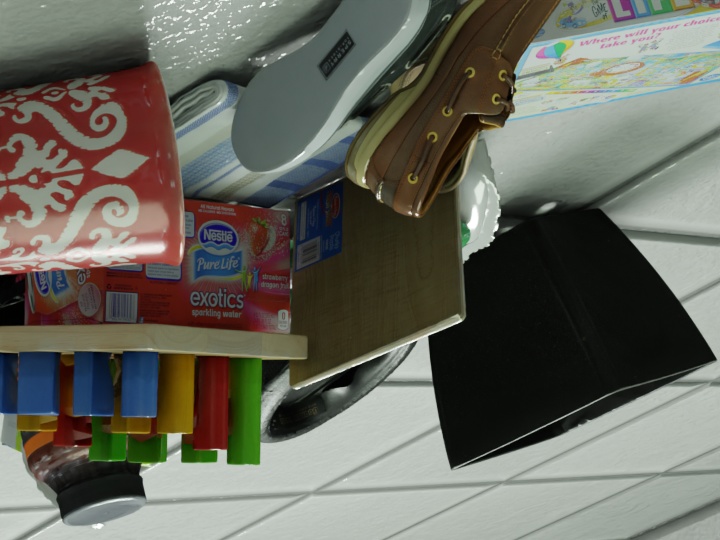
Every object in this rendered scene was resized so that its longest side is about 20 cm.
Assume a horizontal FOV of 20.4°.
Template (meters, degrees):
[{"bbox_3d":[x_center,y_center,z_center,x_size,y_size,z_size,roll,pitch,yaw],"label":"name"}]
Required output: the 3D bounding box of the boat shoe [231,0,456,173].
[{"bbox_3d":[-0.010,-0.130,1.339,0.056,0.069,0.200,-3,150,-48],"label":"boat shoe"}]

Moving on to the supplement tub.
[{"bbox_3d":[-0.230,0.102,1.636,0.106,0.202,0.107,-15,162,-5],"label":"supplement tub"}]

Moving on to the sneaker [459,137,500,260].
[{"bbox_3d":[0.060,-0.048,1.662,0.080,0.077,0.200,-1,157,-13],"label":"sneaker"}]

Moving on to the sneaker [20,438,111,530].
[{"bbox_3d":[-0.239,0.122,1.714,0.099,0.201,0.078,-33,152,18],"label":"sneaker"}]

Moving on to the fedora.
[{"bbox_3d":[-0.042,0.067,1.835,0.200,0.092,0.201,-32,159,-14],"label":"fedora"}]

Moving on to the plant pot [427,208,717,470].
[{"bbox_3d":[0.173,0.054,1.848,0.199,0.179,0.199,-30,168,36],"label":"plant pot"}]

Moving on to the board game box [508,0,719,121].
[{"bbox_3d":[0.195,-0.167,1.478,0.198,0.035,0.135,-12,161,-14],"label":"board game box"}]

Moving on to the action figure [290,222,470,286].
[{"bbox_3d":[0.000,0.000,1.635,0.199,0.119,0.055,-22,-158,20],"label":"action figure"}]

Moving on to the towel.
[{"bbox_3d":[-0.088,-0.091,1.476,0.146,0.024,0.199,-29,159,33],"label":"towel"}]

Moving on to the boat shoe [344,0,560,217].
[{"bbox_3d":[0.076,-0.121,1.343,0.200,0.067,0.072,-50,159,2],"label":"boat shoe"}]

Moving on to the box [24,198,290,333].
[{"bbox_3d":[-0.151,-0.002,1.525,0.095,0.101,0.199,-3,175,42],"label":"box"}]

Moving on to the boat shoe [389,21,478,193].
[{"bbox_3d":[0.059,-0.116,1.458,0.073,0.067,0.200,-16,161,1],"label":"boat shoe"}]

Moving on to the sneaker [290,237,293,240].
[{"bbox_3d":[-0.072,0.016,1.727,0.199,0.073,0.072,-27,161,34],"label":"sneaker"}]

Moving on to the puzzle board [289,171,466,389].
[{"bbox_3d":[0.013,-0.009,1.548,0.150,0.201,0.017,-24,131,23],"label":"puzzle board"}]

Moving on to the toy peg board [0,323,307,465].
[{"bbox_3d":[-0.172,0.093,1.464,0.198,0.099,0.199,-2,175,31],"label":"toy peg board"}]

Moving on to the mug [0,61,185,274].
[{"bbox_3d":[-0.226,-0.048,1.319,0.198,0.135,0.178,-8,159,-13],"label":"mug"}]

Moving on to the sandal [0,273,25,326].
[{"bbox_3d":[-0.236,0.009,1.573,0.199,0.076,0.045,-9,162,-46],"label":"sandal"}]

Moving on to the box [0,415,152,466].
[{"bbox_3d":[-0.268,0.152,1.880,0.121,0.048,0.200,7,176,-16],"label":"box"}]
